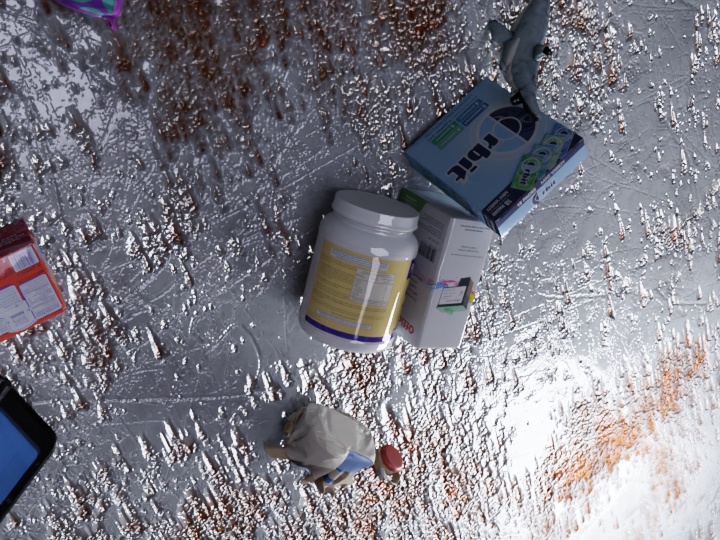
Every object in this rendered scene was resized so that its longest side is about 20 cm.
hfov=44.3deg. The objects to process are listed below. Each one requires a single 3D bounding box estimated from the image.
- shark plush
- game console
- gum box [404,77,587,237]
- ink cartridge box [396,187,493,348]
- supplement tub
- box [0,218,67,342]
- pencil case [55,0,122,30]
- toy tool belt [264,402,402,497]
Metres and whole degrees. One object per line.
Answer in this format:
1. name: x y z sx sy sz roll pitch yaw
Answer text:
1. shark plush: 0.233 -0.301 1.246 0.091 0.083 0.201 35 49 -28
2. game console: -0.508 0.225 1.089 0.176 0.116 0.201 37 90 -36
3. gum box: 0.189 -0.165 1.256 0.170 0.200 0.045 -43 142 -6
4. ink cartridge box: 0.104 -0.003 1.314 0.083 0.145 0.202 5 109 -31
5. supplement tub: 0.000 0.000 1.257 0.144 0.145 0.202 5 109 -31
6. box: -0.464 0.034 1.042 0.199 0.095 0.100 -27 121 -16
7. pencil case: -0.272 -0.377 0.974 0.092 0.085 0.201 26 100 -1
8. toy tool belt: -0.042 0.291 1.396 0.199 0.126 0.123 32 125 -32
